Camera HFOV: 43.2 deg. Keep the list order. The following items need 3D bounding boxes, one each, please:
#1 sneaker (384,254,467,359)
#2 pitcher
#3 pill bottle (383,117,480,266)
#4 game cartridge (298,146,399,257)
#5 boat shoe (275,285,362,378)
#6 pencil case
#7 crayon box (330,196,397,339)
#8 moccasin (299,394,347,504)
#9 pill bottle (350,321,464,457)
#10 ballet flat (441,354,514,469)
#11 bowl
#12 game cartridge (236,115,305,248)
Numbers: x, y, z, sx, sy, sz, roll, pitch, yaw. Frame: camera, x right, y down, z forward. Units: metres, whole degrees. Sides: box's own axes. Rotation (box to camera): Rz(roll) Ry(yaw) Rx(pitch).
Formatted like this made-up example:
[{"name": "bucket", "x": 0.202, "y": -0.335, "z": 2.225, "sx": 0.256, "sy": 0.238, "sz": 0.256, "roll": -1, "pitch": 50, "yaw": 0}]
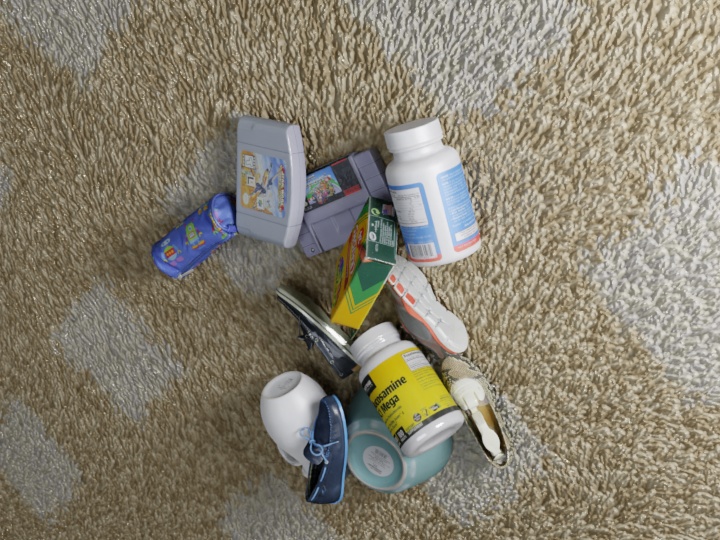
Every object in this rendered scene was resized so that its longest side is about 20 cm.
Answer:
[{"name": "sneaker", "x": 0.080, "y": 0.065, "z": 1.445, "sx": 0.200, "sy": 0.077, "sz": 0.082, "roll": 51, "pitch": 132, "yaw": 1}, {"name": "pitcher", "x": -0.115, "y": 0.282, "z": 1.631, "sx": 0.171, "sy": 0.121, "sz": 0.201, "roll": -1, "pitch": 123, "yaw": 43}, {"name": "pill bottle", "x": 0.101, "y": -0.116, "z": 1.328, "sx": 0.112, "sy": 0.112, "sz": 0.201, "roll": -6, "pitch": 108, "yaw": 31}, {"name": "game cartridge", "x": -0.035, "y": -0.108, "z": 1.455, "sx": 0.199, "sy": 0.038, "sz": 0.130, "roll": -20, "pitch": 105, "yaw": 34}, {"name": "boat shoe", "x": -0.076, "y": 0.105, "z": 1.543, "sx": 0.200, "sy": 0.075, "sz": 0.062, "roll": 45, "pitch": 100, "yaw": -1}, {"name": "pencil case", "x": -0.284, "y": -0.055, "z": 1.586, "sx": 0.200, "sy": 0.078, "sz": 0.087, "roll": -33, "pitch": 69, "yaw": 35}, {"name": "crayon box", "x": 0.000, "y": 0.000, "z": 1.399, "sx": 0.051, "sy": 0.127, "sz": 0.200, "roll": 14, "pitch": 138, "yaw": -12}, {"name": "moccasin", "x": -0.062, "y": 0.309, "z": 1.525, "sx": 0.080, "sy": 0.068, "sz": 0.201, "roll": -145, "pitch": 53, "yaw": -65}, {"name": "pill bottle", "x": 0.069, "y": 0.187, "z": 1.458, "sx": 0.113, "sy": 0.112, "sz": 0.200, "roll": -49, "pitch": 64, "yaw": 35}, {"name": "ballet flat", "x": 0.191, "y": 0.229, "z": 1.452, "sx": 0.068, "sy": 0.075, "sz": 0.201, "roll": -27, "pitch": 97, "yaw": 11}, {"name": "bowl", "x": 0.046, "y": 0.296, "z": 1.547, "sx": 0.200, "sy": 0.105, "sz": 0.202, "roll": 11, "pitch": 116, "yaw": 25}, {"name": "game cartridge", "x": -0.146, "y": -0.142, "z": 1.470, "sx": 0.133, "sy": 0.041, "sz": 0.201, "roll": 19, "pitch": 114, "yaw": 41}]
